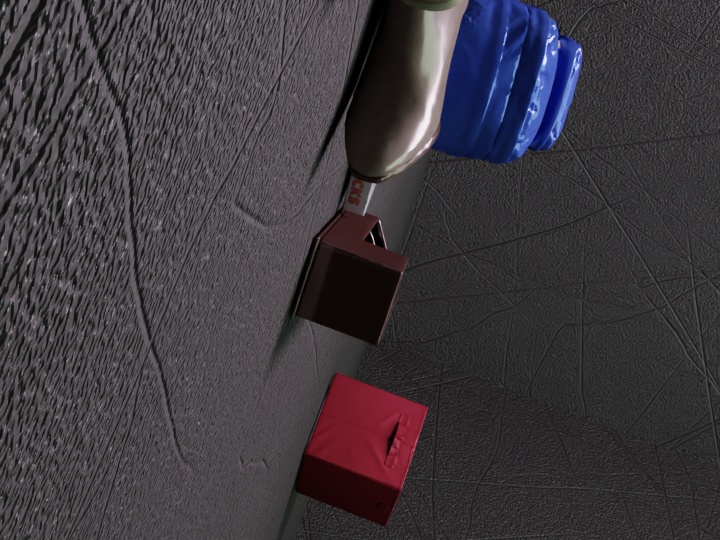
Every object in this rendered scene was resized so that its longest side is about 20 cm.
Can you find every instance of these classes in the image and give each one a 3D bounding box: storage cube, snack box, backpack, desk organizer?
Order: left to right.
[{"bbox_3d":[0.000,0.318,2.230,0.201,0.178,0.172,107,4,-58],"label":"storage cube"},{"bbox_3d":[0.000,0.000,1.119,0.200,0.076,0.073,-59,168,-77],"label":"desk organizer"},{"bbox_3d":[0.021,-0.142,1.101,0.201,0.024,0.072,106,4,-47],"label":"snack box"},{"bbox_3d":[0.119,-0.187,1.171,0.200,0.165,0.165,-98,-161,-77],"label":"backpack"}]

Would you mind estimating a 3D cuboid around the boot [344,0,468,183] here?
[{"bbox_3d":[0.038,-0.177,0.887,0.147,0.069,0.201,98,9,-46],"label":"boot"}]

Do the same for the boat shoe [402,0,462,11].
[{"bbox_3d":[0.054,-0.241,0.672,0.065,0.071,0.203,15,92,-78],"label":"boat shoe"}]
